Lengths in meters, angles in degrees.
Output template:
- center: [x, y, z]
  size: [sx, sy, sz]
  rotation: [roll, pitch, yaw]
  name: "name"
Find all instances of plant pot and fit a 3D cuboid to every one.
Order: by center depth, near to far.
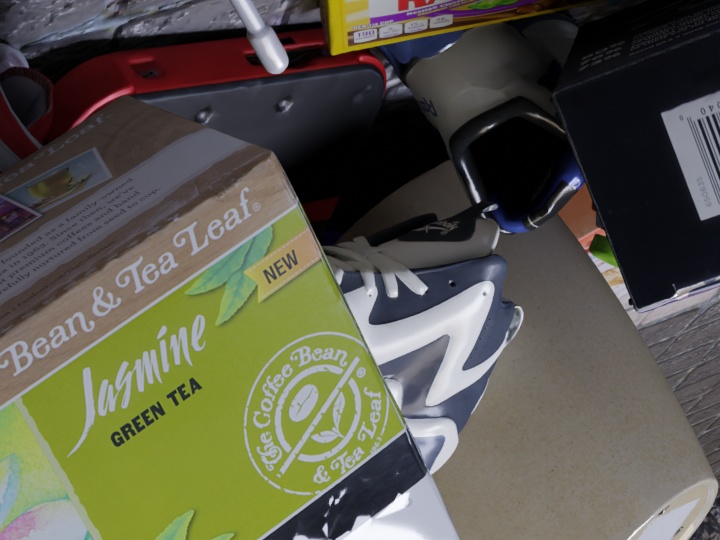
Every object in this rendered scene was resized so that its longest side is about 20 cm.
- center: [0.082, 0.072, 1.135]
  size: [0.187, 0.200, 0.187]
  rotation: [-36, 154, -21]
  name: "plant pot"

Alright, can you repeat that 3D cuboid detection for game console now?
- center: [-0.084, -0.028, 1.011]
  size: [0.200, 0.031, 0.177]
  rotation: [-12, 139, -44]
  name: "game console"

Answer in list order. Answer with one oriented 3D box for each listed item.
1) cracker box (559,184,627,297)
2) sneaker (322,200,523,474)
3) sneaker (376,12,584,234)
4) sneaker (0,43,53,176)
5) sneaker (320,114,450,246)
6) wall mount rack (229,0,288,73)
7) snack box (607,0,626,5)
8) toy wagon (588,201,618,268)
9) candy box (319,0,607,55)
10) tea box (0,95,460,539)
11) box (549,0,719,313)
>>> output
- center: [0.154, -0.026, 1.446]
  size: [0.134, 0.058, 0.200]
  rotation: [-29, 164, 15]
  name: "cracker box"
- center: [0.000, 0.000, 1.007]
  size: [0.130, 0.199, 0.079]
  rotation: [-50, -153, -3]
  name: "sneaker"
- center: [0.075, -0.070, 1.081]
  size: [0.080, 0.115, 0.199]
  rotation: [-30, 164, 18]
  name: "sneaker"
- center: [-0.167, -0.020, 0.907]
  size: [0.112, 0.071, 0.200]
  rotation: [-23, 150, -9]
  name: "sneaker"
- center: [0.035, -0.043, 1.191]
  size: [0.200, 0.070, 0.100]
  rotation: [-11, 153, -47]
  name: "sneaker"
- center: [-0.015, -0.149, 0.765]
  size: [0.200, 0.075, 0.174]
  rotation: [-27, 164, 8]
  name: "wall mount rack"
- center: [0.211, -0.194, 1.037]
  size: [0.200, 0.037, 0.116]
  rotation: [-20, 163, -18]
  name: "snack box"
- center: [0.170, -0.074, 1.193]
  size: [0.039, 0.156, 0.200]
  rotation: [25, 178, -18]
  name: "toy wagon"
- center: [0.080, -0.141, 0.949]
  size: [0.199, 0.026, 0.102]
  rotation: [-12, 159, -2]
  name: "candy box"
- center: [-0.100, 0.074, 0.816]
  size: [0.200, 0.197, 0.134]
  rotation: [-36, -152, -18]
  name: "tea box"
- center: [0.176, -0.074, 0.985]
  size: [0.148, 0.105, 0.200]
  rotation: [-20, -170, 15]
  name: "box"
